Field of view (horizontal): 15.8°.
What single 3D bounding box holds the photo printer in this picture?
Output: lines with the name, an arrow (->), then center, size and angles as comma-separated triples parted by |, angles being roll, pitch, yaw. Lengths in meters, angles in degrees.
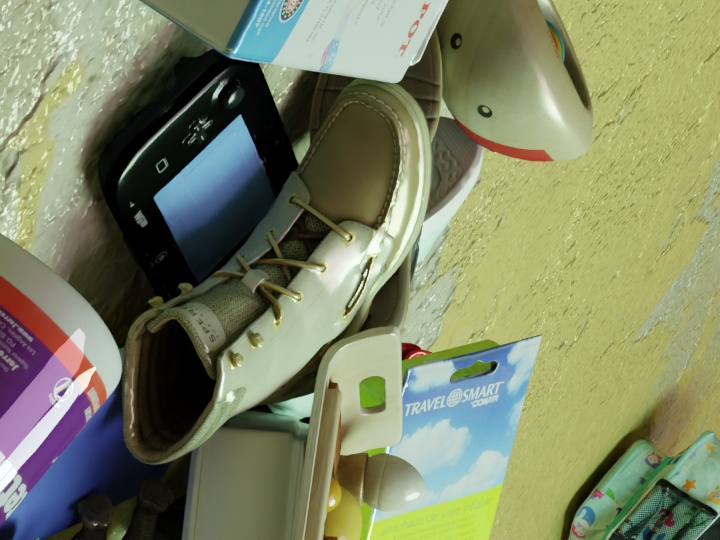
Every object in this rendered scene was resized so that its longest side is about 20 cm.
photo printer -> -0.068, 0.183, 1.463 | 0.166, 0.069, 0.200 | -96, -168, -89

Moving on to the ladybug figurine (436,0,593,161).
ladybug figurine -> 0.084, -0.121, 1.515 | 0.072, 0.136, 0.200 | -23, 180, 10

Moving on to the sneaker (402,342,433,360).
sneaker -> -0.011, 0.105, 1.714 | 0.200, 0.078, 0.116 | -33, 133, -54

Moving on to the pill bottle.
pill bottle -> -0.204, 0.081, 1.142 | 0.200, 0.112, 0.113 | -51, 159, -18

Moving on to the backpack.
backpack -> 0.292, 0.248, 2.470 | 0.200, 0.151, 0.178 | -40, 157, -23

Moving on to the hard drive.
hard drive -> -0.144, 0.092, 1.390 | 0.132, 0.025, 0.200 | -55, 163, 27

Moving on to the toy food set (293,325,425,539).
toy food set -> -0.001, 0.149, 1.394 | 0.144, 0.060, 0.200 | 88, 8, -62

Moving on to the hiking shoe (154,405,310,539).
hiking shoe -> -0.058, 0.110, 1.601 | 0.200, 0.076, 0.101 | -21, 104, -36

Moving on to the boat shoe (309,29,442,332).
boat shoe -> 0.004, -0.054, 1.456 | 0.065, 0.073, 0.200 | 126, -27, -88

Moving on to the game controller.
game controller -> -0.080, -0.041, 1.356 | 0.104, 0.042, 0.200 | -53, 159, -14

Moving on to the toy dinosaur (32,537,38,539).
toy dinosaur -> -0.197, 0.172, 1.317 | 0.101, 0.058, 0.200 | -45, -175, -14

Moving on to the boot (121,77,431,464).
boot -> -0.045, 0.001, 1.337 | 0.155, 0.072, 0.200 | -26, 145, -54

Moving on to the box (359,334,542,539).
box -> 0.036, 0.128, 1.591 | 0.122, 0.048, 0.200 | -12, 124, -42

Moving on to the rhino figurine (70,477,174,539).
rhino figurine -> -0.143, 0.206, 1.380 | 0.200, 0.060, 0.088 | -82, -168, -47

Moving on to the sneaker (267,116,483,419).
sneaker -> -0.001, 0.000, 1.554 | 0.200, 0.074, 0.118 | -47, 157, -18

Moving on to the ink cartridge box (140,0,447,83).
ink cartridge box -> -0.016, -0.176, 1.247 | 0.145, 0.085, 0.200 | -62, 158, 12
